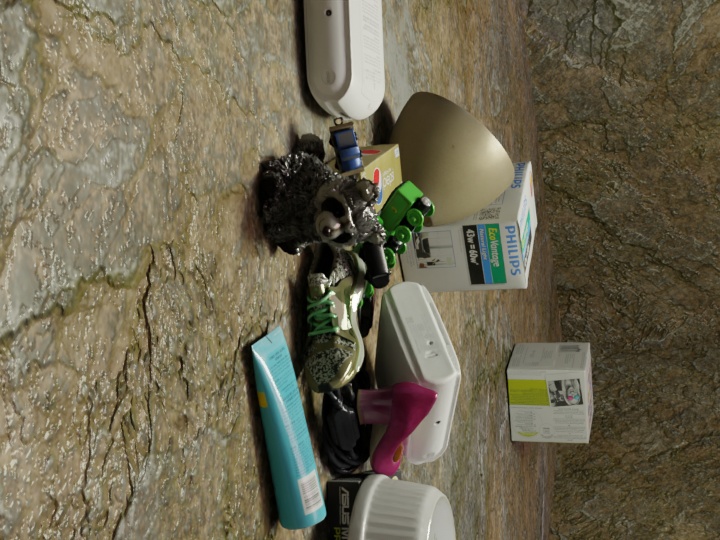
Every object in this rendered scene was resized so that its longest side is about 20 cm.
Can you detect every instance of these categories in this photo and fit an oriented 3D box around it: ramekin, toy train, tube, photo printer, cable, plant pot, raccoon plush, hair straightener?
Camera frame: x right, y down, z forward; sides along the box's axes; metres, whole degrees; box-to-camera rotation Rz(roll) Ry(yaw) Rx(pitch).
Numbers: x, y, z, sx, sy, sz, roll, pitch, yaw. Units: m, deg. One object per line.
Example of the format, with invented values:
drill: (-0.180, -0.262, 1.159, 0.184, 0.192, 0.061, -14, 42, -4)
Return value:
ramekin: (0.055, 0.350, 1.286, 0.202, 0.093, 0.206, -2, 90, -73)
toy train: (0.000, -0.076, 1.222, 0.046, 0.034, 0.203, -128, -157, -82)
tube: (-0.078, 0.165, 1.104, 0.077, 0.049, 0.204, -44, 125, -73)
photo printer: (-0.018, -0.289, 1.314, 0.166, 0.068, 0.204, -15, 102, -73)
cable: (-0.018, 0.153, 1.310, 0.202, 0.050, 0.165, 76, 12, -45)
plant pot: (0.112, -0.145, 1.584, 0.135, 0.199, 0.201, -51, 150, -12)
toy train: (0.023, -0.029, 1.284, 0.042, 0.056, 0.201, -41, 170, -48)
photo printer: (0.070, 0.142, 1.396, 0.202, 0.068, 0.168, 95, -19, -47)
raccoon plush: (-0.027, -0.100, 1.145, 0.097, 0.132, 0.202, 68, 26, -45)
hair straightener: (0.000, 0.000, 1.409, 0.077, 0.040, 0.203, 59, 37, -57)

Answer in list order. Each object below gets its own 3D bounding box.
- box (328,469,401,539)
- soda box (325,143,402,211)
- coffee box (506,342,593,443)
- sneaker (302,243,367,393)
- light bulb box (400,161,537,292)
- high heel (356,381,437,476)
box: (0.009, 0.344, 1.366, 0.200, 0.043, 0.163, 22, 68, -72)
soda box: (-0.002, -0.112, 1.348, 0.200, 0.066, 0.065, -45, 131, -68)
coffee box: (0.488, 0.310, 2.718, 0.200, 0.196, 0.201, -46, 132, -67)
sneaker: (-0.043, 0.043, 1.210, 0.089, 0.076, 0.203, 53, 30, -46)
light bulb box: (0.176, -0.071, 1.715, 0.199, 0.196, 0.126, -68, 150, -53)
high heel: (0.056, 0.197, 1.299, 0.202, 0.094, 0.068, 77, 14, -49)
